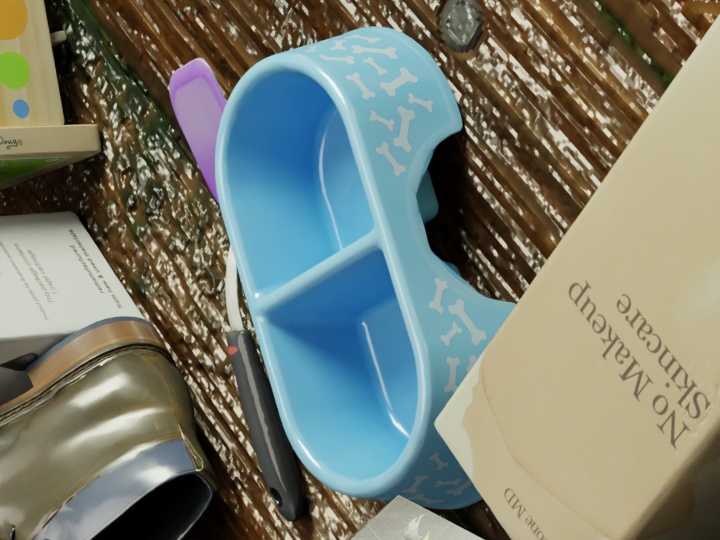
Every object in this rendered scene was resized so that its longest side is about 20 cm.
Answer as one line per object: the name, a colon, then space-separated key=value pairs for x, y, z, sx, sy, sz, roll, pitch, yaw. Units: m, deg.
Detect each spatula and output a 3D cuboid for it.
spatula: x=-0.051 y=0.010 z=1.034 sx=0.057 sy=0.021 sz=0.200 roll=-15 pitch=85 yaw=64

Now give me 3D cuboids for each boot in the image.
boot: x=-0.151 y=0.114 z=1.060 sx=0.200 sy=0.075 sz=0.097 roll=-42 pitch=46 yaw=4

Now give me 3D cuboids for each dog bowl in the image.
dog bowl: x=0.000 y=0.000 z=0.958 sx=0.111 sy=0.050 sz=0.200 roll=-30 pitch=72 yaw=46

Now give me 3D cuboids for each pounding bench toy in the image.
pounding bench toy: x=-0.245 y=-0.114 z=1.113 sx=0.124 sy=0.200 sz=0.156 roll=-15 pitch=83 yaw=49

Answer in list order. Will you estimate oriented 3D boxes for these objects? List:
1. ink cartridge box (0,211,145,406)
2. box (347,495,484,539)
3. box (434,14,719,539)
ink cartridge box: x=-0.219 y=0.056 z=1.099 sx=0.084 sy=0.200 sz=0.144 roll=53 pitch=130 yaw=31
box: x=0.085 y=0.178 z=0.821 sx=0.200 sy=0.048 sz=0.158 roll=23 pitch=145 yaw=45
box: x=0.118 y=0.015 z=0.803 sx=0.095 sy=0.078 sz=0.200 roll=54 pitch=130 yaw=29
